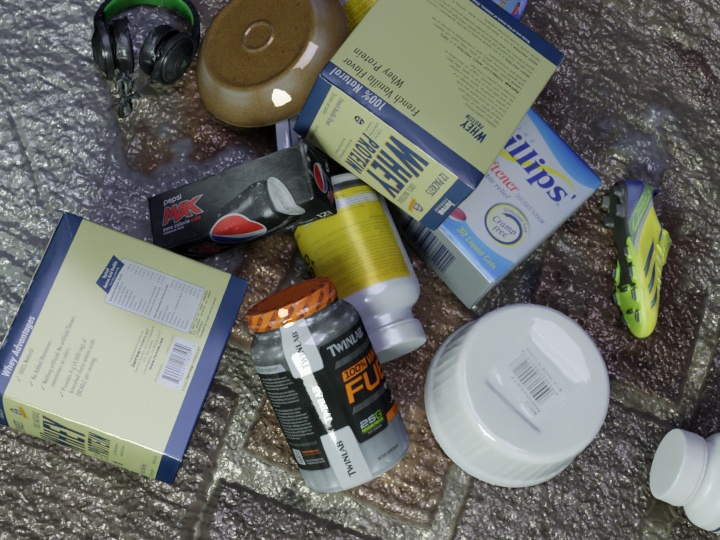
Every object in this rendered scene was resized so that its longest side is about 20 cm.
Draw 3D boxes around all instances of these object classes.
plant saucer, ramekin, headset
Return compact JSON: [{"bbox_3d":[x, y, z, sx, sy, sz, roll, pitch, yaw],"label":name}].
[{"bbox_3d":[-0.113,-0.263,1.314,0.199,0.035,0.201,-9,66,20],"label":"plant saucer"},{"bbox_3d":[0.180,0.134,1.261,0.199,0.098,0.201,4,70,-12],"label":"ramekin"},{"bbox_3d":[-0.253,-0.261,1.301,0.123,0.094,0.201,8,58,-2],"label":"headset"}]

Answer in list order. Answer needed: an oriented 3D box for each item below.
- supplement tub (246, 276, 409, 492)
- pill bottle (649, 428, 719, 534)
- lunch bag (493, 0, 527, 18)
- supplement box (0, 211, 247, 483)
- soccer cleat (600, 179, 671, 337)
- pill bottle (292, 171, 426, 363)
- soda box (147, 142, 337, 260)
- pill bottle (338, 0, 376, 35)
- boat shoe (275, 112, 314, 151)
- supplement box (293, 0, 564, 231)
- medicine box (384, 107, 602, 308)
[{"bbox_3d":[-0.037,0.116,1.172,0.122,0.122,0.201,-27,102,-20],"label":"supplement tub"},{"bbox_3d":[0.434,0.249,1.271,0.199,0.111,0.111,20,67,-6],"label":"pill bottle"},{"bbox_3d":[0.143,-0.382,1.441,0.150,0.094,0.201,30,77,-21],"label":"lunch bag"},{"bbox_3d":[-0.247,0.082,1.153,0.199,0.134,0.201,21,66,-5],"label":"supplement box"},{"bbox_3d":[0.347,-0.017,1.373,0.083,0.065,0.201,2,70,-15],"label":"soccer cleat"},{"bbox_3d":[0.000,0.000,1.260,0.112,0.112,0.201,-17,75,-18],"label":"pill bottle"},{"bbox_3d":[-0.129,-0.070,1.227,0.199,0.063,0.071,-18,71,20],"label":"soda box"},{"bbox_3d":[-0.003,-0.329,1.378,0.113,0.113,0.200,-30,80,-21],"label":"pill bottle"},{"bbox_3d":[-0.054,-0.187,1.334,0.086,0.075,0.203,-3,64,4],"label":"boat shoe"},{"bbox_3d":[0.071,-0.192,1.217,0.200,0.134,0.200,35,67,-2],"label":"supplement box"},{"bbox_3d":[0.146,-0.093,1.333,0.200,0.103,0.182,-41,83,-21],"label":"medicine box"}]
